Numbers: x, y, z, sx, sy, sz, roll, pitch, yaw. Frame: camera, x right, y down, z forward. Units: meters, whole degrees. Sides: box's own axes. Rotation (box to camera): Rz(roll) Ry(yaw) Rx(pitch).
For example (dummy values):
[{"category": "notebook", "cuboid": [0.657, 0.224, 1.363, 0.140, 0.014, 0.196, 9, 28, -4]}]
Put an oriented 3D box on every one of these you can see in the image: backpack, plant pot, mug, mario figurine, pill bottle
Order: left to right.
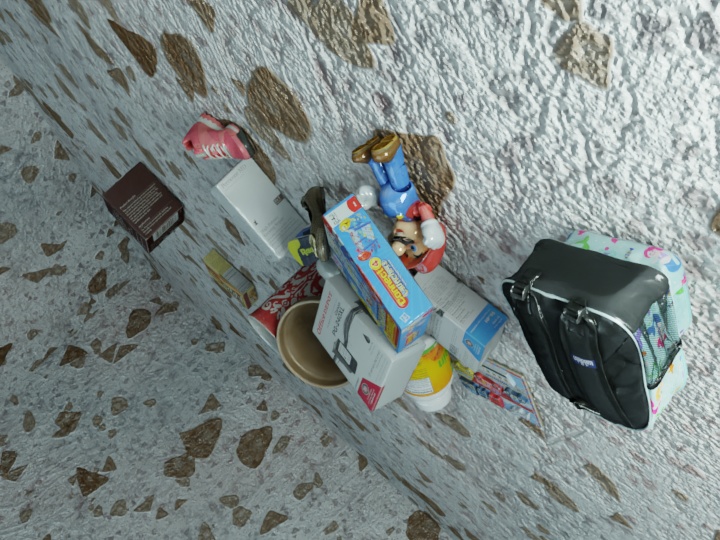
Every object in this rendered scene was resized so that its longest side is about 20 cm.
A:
[{"category": "mug", "cuboid": [-0.132, 0.095, 1.505, 0.132, 0.200, 0.179, 17, 148, 52]}, {"category": "plant pot", "cuboid": [-0.071, 0.137, 1.393, 0.196, 0.093, 0.206, 6, 114, 14]}, {"category": "mario figurine", "cuboid": [0.050, -0.078, 0.920, 0.203, 0.104, 0.124, 61, -170, -21]}, {"category": "pill bottle", "cuboid": [0.117, 0.175, 1.262, 0.110, 0.111, 0.203, 26, 148, 42]}, {"category": "backpack", "cuboid": [0.261, 0.066, 0.712, 0.176, 0.150, 0.203, 22, 143, 53]}]

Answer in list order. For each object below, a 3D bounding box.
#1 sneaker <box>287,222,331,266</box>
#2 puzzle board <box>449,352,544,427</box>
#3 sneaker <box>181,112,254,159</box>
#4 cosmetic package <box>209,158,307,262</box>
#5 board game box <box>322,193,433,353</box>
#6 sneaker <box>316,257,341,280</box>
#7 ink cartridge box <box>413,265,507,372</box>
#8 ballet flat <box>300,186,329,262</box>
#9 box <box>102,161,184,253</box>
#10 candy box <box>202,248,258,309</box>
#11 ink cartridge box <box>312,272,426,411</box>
[{"category": "sneaker", "cuboid": [-0.049, -0.067, 1.219, 0.197, 0.082, 0.075, -7, 119, 42]}, {"category": "puzzle board", "cuboid": [0.243, 0.210, 1.241, 0.198, 0.017, 0.152, 23, 151, 47]}, {"category": "sneaker", "cuboid": [-0.284, -0.245, 1.312, 0.198, 0.087, 0.074, 27, 156, 42]}, {"category": "cosmetic package", "cuboid": [-0.209, -0.126, 1.375, 0.201, 0.102, 0.074, 49, 159, -14]}, {"category": "board game box", "cuboid": [0.025, 0.013, 0.991, 0.198, 0.055, 0.200, 55, 172, 15]}, {"category": "sneaker", "cuboid": [0.000, 0.000, 1.252, 0.197, 0.074, 0.116, 29, 155, 16]}, {"category": "ink cartridge box", "cuboid": [0.136, 0.062, 1.086, 0.199, 0.068, 0.117, 39, 159, 19]}, {"category": "ballet flat", "cuboid": [-0.077, -0.081, 1.117, 0.202, 0.045, 0.069, -100, 8, -52]}, {"category": "box", "cuboid": [-0.690, -0.199, 2.119, 0.200, 0.166, 0.164, 45, 161, -1]}, {"category": "candy box", "cuboid": [-0.435, 0.030, 2.216, 0.199, 0.055, 0.116, 39, 160, 17]}, {"category": "ink cartridge box", "cuboid": [0.008, 0.117, 1.162, 0.201, 0.082, 0.147, 49, 140, 28]}]
